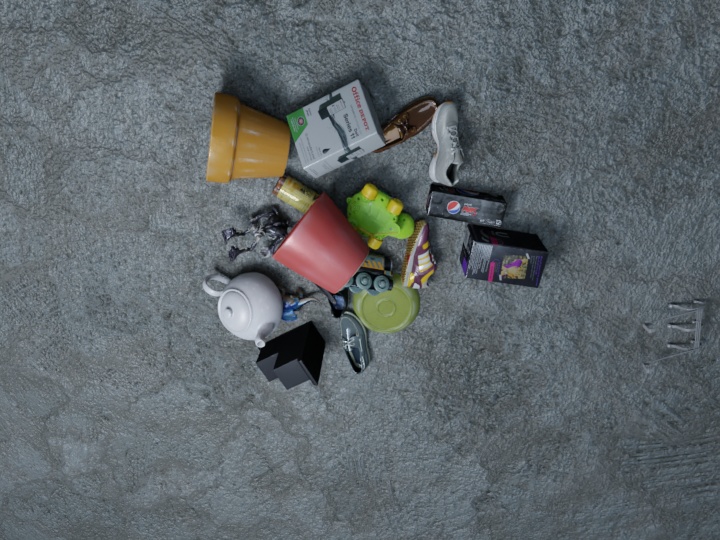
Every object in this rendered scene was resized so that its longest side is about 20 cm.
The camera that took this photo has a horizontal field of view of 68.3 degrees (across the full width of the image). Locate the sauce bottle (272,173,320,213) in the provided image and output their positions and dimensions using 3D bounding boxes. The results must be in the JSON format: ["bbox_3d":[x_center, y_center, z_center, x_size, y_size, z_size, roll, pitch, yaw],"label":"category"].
[{"bbox_3d":[-0.132,-0.177,1.384,0.198,0.066,0.066,30,114,-14],"label":"sauce bottle"}]

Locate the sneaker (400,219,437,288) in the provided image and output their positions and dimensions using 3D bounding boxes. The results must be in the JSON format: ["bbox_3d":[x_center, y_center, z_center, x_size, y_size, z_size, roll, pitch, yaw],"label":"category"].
[{"bbox_3d":[0.170,-0.043,1.434,0.088,0.075,0.203,7,123,-9],"label":"sneaker"}]

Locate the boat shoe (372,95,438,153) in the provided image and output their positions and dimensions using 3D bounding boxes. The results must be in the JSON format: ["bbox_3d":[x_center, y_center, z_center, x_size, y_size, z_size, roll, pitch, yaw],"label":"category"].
[{"bbox_3d":[0.104,-0.345,1.285,0.198,0.068,0.072,-30,111,16],"label":"boat shoe"}]

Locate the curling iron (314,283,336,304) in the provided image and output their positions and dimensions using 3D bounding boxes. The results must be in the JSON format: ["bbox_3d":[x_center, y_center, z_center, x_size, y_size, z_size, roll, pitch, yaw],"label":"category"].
[{"bbox_3d":[-0.133,0.015,1.448,0.025,0.050,0.201,-40,81,7],"label":"curling iron"}]

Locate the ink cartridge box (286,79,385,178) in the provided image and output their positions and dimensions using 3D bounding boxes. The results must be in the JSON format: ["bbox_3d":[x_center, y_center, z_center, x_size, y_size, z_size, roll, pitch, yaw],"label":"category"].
[{"bbox_3d":[-0.057,-0.333,1.257,0.197,0.083,0.149,-23,78,13],"label":"ink cartridge box"}]

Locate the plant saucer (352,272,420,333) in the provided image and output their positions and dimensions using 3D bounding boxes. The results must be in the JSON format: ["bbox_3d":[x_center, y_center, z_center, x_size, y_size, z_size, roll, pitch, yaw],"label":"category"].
[{"bbox_3d":[0.074,0.102,1.527,0.195,0.031,0.204,2,116,3],"label":"plant saucer"}]

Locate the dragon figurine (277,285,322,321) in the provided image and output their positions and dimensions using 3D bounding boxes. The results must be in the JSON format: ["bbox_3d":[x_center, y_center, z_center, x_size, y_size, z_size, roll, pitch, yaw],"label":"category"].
[{"bbox_3d":[-0.202,0.105,1.526,0.196,0.059,0.101,7,119,5],"label":"dragon figurine"}]

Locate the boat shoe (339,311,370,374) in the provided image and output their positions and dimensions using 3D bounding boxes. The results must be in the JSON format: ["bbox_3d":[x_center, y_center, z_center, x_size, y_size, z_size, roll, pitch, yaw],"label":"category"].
[{"bbox_3d":[-0.020,0.216,1.563,0.071,0.062,0.203,-4,118,24],"label":"boat shoe"}]

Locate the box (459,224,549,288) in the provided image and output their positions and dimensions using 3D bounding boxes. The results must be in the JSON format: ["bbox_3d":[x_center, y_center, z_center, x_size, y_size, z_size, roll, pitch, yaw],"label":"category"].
[{"bbox_3d":[0.371,-0.039,1.390,0.196,0.123,0.108,8,116,-2],"label":"box"}]

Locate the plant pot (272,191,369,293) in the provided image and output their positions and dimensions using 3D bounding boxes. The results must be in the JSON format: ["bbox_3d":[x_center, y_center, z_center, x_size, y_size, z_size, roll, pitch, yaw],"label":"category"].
[{"bbox_3d":[-0.087,-0.055,1.287,0.177,0.201,0.201,40,112,-10],"label":"plant pot"}]

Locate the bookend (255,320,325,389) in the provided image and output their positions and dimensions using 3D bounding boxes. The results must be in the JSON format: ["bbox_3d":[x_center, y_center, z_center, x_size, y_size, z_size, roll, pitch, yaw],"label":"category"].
[{"bbox_3d":[-0.213,0.270,1.531,0.196,0.201,0.093,-26,112,14],"label":"bookend"}]

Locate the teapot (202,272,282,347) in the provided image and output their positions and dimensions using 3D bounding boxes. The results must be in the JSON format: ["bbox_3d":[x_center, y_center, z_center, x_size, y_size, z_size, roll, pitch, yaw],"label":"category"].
[{"bbox_3d":[-0.321,0.101,1.452,0.197,0.145,0.202,-6,94,31],"label":"teapot"}]

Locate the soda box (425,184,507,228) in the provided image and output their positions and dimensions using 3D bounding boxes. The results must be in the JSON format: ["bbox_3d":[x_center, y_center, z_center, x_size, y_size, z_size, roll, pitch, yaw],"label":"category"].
[{"bbox_3d":[0.271,-0.167,1.366,0.196,0.064,0.072,9,116,-2],"label":"soda box"}]

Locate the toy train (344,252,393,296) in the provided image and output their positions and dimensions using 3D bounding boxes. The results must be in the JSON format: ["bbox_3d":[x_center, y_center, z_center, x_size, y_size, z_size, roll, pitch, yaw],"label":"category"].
[{"bbox_3d":[0.000,0.000,1.428,0.196,0.085,0.116,9,75,-20],"label":"toy train"}]

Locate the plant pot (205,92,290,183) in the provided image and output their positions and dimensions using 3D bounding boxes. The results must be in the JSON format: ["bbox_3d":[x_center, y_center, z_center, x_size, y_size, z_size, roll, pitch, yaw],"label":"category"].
[{"bbox_3d":[-0.267,-0.303,1.269,0.180,0.201,0.203,6,118,-17],"label":"plant pot"}]

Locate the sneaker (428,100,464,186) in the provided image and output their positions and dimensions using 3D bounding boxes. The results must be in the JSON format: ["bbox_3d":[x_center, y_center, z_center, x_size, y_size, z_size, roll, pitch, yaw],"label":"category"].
[{"bbox_3d":[0.220,-0.300,1.278,0.074,0.092,0.203,-15,123,-23],"label":"sneaker"}]

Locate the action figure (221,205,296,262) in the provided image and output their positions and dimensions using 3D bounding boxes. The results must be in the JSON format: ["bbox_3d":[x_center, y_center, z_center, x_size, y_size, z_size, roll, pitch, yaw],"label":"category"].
[{"bbox_3d":[-0.266,-0.097,1.410,0.197,0.102,0.121,-21,87,-28],"label":"action figure"}]

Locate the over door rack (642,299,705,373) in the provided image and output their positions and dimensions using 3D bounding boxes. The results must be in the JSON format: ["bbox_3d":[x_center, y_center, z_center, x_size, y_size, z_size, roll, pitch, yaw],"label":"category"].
[{"bbox_3d":[0.868,0.178,1.491,0.197,0.067,0.150,-20,116,-11],"label":"over door rack"}]

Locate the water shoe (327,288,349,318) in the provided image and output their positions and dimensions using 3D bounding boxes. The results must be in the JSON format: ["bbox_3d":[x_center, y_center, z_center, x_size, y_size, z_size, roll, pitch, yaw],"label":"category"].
[{"bbox_3d":[-0.063,0.037,1.475,0.070,0.079,0.204,-6,116,6],"label":"water shoe"}]

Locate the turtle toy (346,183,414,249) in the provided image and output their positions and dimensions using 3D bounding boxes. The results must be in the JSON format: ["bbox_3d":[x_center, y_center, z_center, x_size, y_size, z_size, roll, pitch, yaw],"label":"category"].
[{"bbox_3d":[0.051,-0.139,1.370,0.198,0.102,0.147,28,116,-11],"label":"turtle toy"}]
